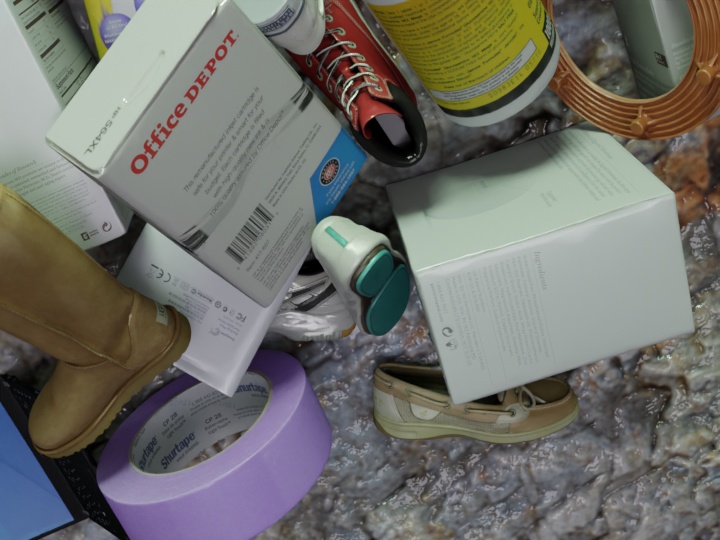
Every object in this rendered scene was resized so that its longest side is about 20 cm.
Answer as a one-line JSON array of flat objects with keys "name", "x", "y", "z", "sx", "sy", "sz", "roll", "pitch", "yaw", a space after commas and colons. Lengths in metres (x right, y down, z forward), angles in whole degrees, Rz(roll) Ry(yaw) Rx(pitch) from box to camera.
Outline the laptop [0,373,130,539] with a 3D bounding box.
[{"name": "laptop", "x": -0.314, "y": 0.199, "z": 0.927, "sx": 0.103, "sy": 0.198, "sz": 0.180, "roll": -38, "pitch": 117, "yaw": -29}]

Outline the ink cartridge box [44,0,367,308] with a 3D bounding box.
[{"name": "ink cartridge box", "x": -0.104, "y": -0.088, "z": 0.732, "sx": 0.147, "sy": 0.084, "sz": 0.200, "roll": -55, "pitch": 139, "yaw": -7}]

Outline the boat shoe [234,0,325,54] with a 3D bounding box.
[{"name": "boat shoe", "x": -0.062, "y": -0.246, "z": 0.741, "sx": 0.070, "sy": 0.203, "sz": 0.070, "roll": -25, "pitch": 151, "yaw": 21}]

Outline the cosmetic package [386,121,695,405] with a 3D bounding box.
[{"name": "cosmetic package", "x": 0.139, "y": -0.014, "z": 0.826, "sx": 0.196, "sy": 0.200, "sz": 0.125, "roll": -18, "pitch": 114, "yaw": 3}]

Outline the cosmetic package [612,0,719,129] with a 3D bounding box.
[{"name": "cosmetic package", "x": 0.249, "y": -0.229, "z": 0.797, "sx": 0.089, "sy": 0.107, "sz": 0.202, "roll": -25, "pitch": 111, "yaw": 5}]

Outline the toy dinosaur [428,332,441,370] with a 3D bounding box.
[{"name": "toy dinosaur", "x": 0.162, "y": 0.058, "z": 0.906, "sx": 0.196, "sy": 0.103, "sz": 0.078, "roll": -13, "pitch": 116, "yaw": 12}]

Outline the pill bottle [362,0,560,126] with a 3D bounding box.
[{"name": "pill bottle", "x": 0.062, "y": -0.211, "z": 0.744, "sx": 0.112, "sy": 0.113, "sz": 0.200, "roll": -35, "pitch": 133, "yaw": 10}]

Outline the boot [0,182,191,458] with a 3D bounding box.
[{"name": "boot", "x": -0.247, "y": 0.042, "z": 0.743, "sx": 0.175, "sy": 0.066, "sz": 0.200, "roll": -42, "pitch": 136, "yaw": 9}]

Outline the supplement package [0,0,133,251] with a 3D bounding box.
[{"name": "supplement package", "x": -0.279, "y": -0.115, "z": 0.772, "sx": 0.149, "sy": 0.151, "sz": 0.203, "roll": -21, "pitch": 114, "yaw": 5}]

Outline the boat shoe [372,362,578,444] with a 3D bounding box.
[{"name": "boat shoe", "x": 0.109, "y": 0.116, "z": 0.951, "sx": 0.196, "sy": 0.074, "sz": 0.064, "roll": 0, "pitch": 118, "yaw": 3}]

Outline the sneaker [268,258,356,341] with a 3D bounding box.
[{"name": "sneaker", "x": -0.099, "y": 0.015, "z": 0.893, "sx": 0.196, "sy": 0.076, "sz": 0.090, "roll": -4, "pitch": 108, "yaw": -14}]

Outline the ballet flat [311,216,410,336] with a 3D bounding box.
[{"name": "ballet flat", "x": 0.000, "y": 0.000, "z": 0.833, "sx": 0.068, "sy": 0.200, "sz": 0.071, "roll": -2, "pitch": 74, "yaw": 8}]

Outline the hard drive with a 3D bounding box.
[{"name": "hard drive", "x": -0.116, "y": -0.016, "z": 0.845, "sx": 0.130, "sy": 0.025, "sz": 0.203, "roll": 28, "pitch": 86, "yaw": -2}]

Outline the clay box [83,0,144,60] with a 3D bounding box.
[{"name": "clay box", "x": -0.159, "y": -0.222, "z": 0.788, "sx": 0.112, "sy": 0.048, "sz": 0.204, "roll": -13, "pitch": 110, "yaw": 0}]

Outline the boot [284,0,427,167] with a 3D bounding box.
[{"name": "boot", "x": -0.022, "y": -0.169, "z": 0.777, "sx": 0.072, "sy": 0.145, "sz": 0.200, "roll": -41, "pitch": 109, "yaw": 14}]

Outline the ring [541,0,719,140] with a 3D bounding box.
[{"name": "ring", "x": 0.196, "y": -0.188, "z": 0.775, "sx": 0.019, "sy": 0.199, "sz": 0.203, "roll": -39, "pitch": 116, "yaw": -28}]

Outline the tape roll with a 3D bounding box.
[{"name": "tape roll", "x": -0.125, "y": 0.155, "z": 0.874, "sx": 0.197, "sy": 0.201, "sz": 0.067, "roll": -22, "pitch": 115, "yaw": 5}]
